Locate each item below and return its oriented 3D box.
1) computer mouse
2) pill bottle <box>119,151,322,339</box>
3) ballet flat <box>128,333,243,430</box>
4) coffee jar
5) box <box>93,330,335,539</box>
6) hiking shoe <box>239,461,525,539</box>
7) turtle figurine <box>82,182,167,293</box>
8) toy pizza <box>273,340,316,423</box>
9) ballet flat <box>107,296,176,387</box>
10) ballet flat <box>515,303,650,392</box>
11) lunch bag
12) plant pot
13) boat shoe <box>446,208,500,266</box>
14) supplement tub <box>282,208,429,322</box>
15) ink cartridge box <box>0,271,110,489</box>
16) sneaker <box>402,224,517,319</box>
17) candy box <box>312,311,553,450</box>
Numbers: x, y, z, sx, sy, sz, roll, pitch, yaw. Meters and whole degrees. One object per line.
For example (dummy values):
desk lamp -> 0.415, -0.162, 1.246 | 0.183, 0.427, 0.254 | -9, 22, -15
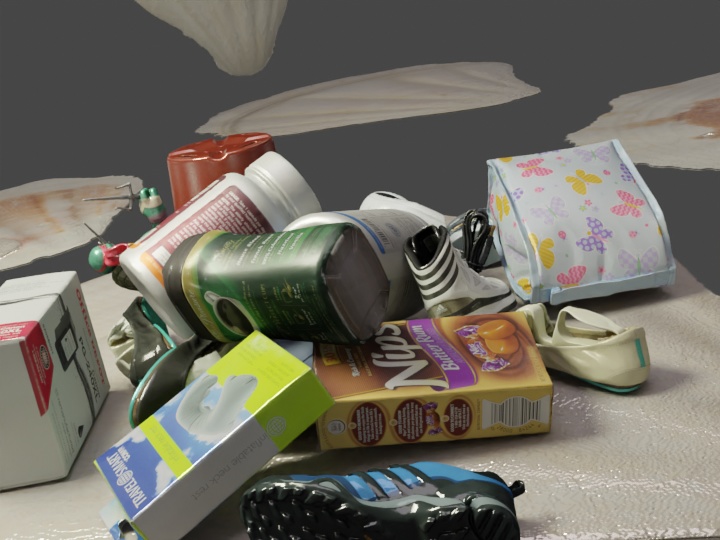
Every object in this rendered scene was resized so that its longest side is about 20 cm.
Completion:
computer mouse -> 0.066, -0.042, 1.154 | 0.200, 0.110, 0.044 | 22, 10, 34
pill bottle -> -0.145, -0.031, 1.016 | 0.200, 0.114, 0.114 | -40, 27, -15
ballet flat -> -0.148, 0.095, 0.904 | 0.068, 0.068, 0.200 | 3, 21, 12
coffee jar -> -0.080, 0.014, 0.854 | 0.199, 0.104, 0.085 | -1, 43, 34
box -> -0.129, 0.140, 0.769 | 0.200, 0.048, 0.122 | -40, 27, -15
hiking shoe -> 0.015, 0.175, 0.679 | 0.199, 0.075, 0.087 | 4, 13, 11
turtle figurine -> -0.245, -0.017, 1.104 | 0.200, 0.101, 0.150 | 12, -33, -37
toy pizza -> -0.073, 0.117, 0.943 | 0.199, 0.032, 0.200 | -11, 18, 4
ballet flat -> -0.250, 0.080, 1.078 | 0.068, 0.068, 0.200 | -29, 21, -10
ballet flat -> 0.185, 0.063, 0.910 | 0.200, 0.070, 0.069 | 8, 26, 45
lunch bag -> 0.245, -0.041, 1.091 | 0.169, 0.127, 0.200 | -11, 43, -5
plant pot -> -0.177, -0.082, 1.331 | 0.200, 0.196, 0.201 | -9, 19, 3
boat shoe -> 0.206, -0.058, 1.247 | 0.199, 0.071, 0.091 | -11, 22, 4
supplement tub -> 0.000, 0.000, 1.024 | 0.132, 0.132, 0.200 | -1, 3, 25
ink cartridge box -> -0.324, 0.100, 0.945 | 0.083, 0.146, 0.200 | -10, 18, 1
sneaker -> 0.107, 0.000, 1.007 | 0.075, 0.116, 0.200 | -20, 1, 20
candy box -> 0.058, 0.095, 0.838 | 0.199, 0.057, 0.117 | -6, 30, -1
